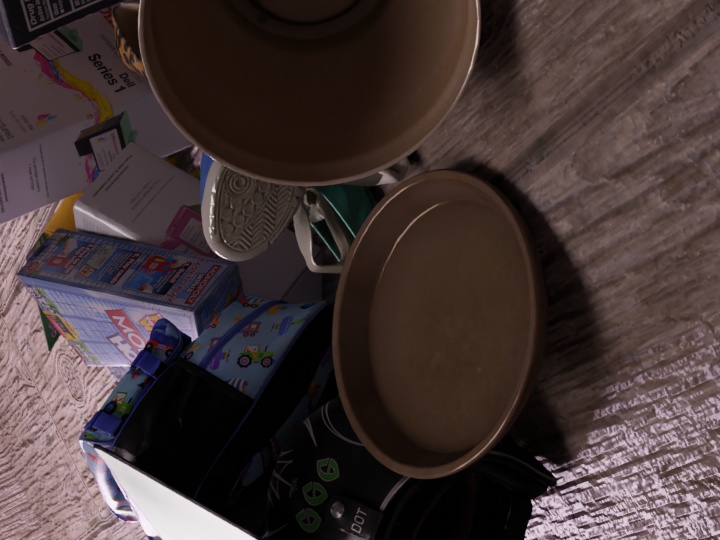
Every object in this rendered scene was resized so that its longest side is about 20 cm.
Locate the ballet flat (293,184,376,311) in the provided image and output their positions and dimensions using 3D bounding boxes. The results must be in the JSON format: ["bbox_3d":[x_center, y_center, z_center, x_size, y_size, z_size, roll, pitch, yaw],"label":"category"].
[{"bbox_3d":[0.000,0.000,1.562,0.201,0.070,0.067,60,160,9],"label":"ballet flat"}]

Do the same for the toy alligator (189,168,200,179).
[{"bbox_3d":[-0.142,-0.055,1.880,0.200,0.054,0.060,19,132,63],"label":"toy alligator"}]

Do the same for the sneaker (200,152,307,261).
[{"bbox_3d":[-0.084,-0.114,1.550,0.111,0.076,0.202,-148,64,-63],"label":"sneaker"}]

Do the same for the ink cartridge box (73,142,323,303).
[{"bbox_3d":[-0.132,0.006,1.785,0.199,0.085,0.145,30,149,18],"label":"ink cartridge box"}]

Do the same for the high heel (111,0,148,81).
[{"bbox_3d":[-0.171,-0.204,1.737,0.143,0.071,0.200,49,165,21],"label":"high heel"}]

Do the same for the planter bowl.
[{"bbox_3d":[-0.032,-0.169,1.294,0.135,0.199,0.201,-96,-9,-63],"label":"planter bowl"}]

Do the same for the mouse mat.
[{"bbox_3d":[-0.097,0.197,1.497,0.160,0.008,0.200,25,159,31],"label":"mouse mat"}]

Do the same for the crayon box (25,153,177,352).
[{"bbox_3d":[-0.224,-0.033,1.921,0.051,0.201,0.126,14,140,17],"label":"crayon box"}]

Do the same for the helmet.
[{"bbox_3d":[0.030,0.173,1.515,0.190,0.199,0.201,21,134,61],"label":"helmet"}]

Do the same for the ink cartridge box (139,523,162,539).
[{"bbox_3d":[-0.085,0.216,1.883,0.201,0.199,0.041,61,-166,9],"label":"ink cartridge box"}]

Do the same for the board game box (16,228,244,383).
[{"bbox_3d":[-0.149,0.054,1.724,0.199,0.062,0.200,-3,130,49],"label":"board game box"}]

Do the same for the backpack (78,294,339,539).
[{"bbox_3d":[-0.095,0.103,1.590,0.134,0.201,0.183,25,159,19],"label":"backpack"}]

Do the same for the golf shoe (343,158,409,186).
[{"bbox_3d":[-0.019,-0.146,1.451,0.088,0.077,0.201,18,139,43],"label":"golf shoe"}]

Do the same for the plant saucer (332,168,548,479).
[{"bbox_3d":[0.053,0.035,1.393,0.199,0.029,0.202,-12,74,49],"label":"plant saucer"}]

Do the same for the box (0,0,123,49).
[{"bbox_3d":[-0.207,-0.299,1.529,0.123,0.197,0.201,39,149,49],"label":"box"}]

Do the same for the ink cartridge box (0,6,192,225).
[{"bbox_3d":[-0.265,-0.143,1.872,0.145,0.199,0.084,48,152,37],"label":"ink cartridge box"}]
